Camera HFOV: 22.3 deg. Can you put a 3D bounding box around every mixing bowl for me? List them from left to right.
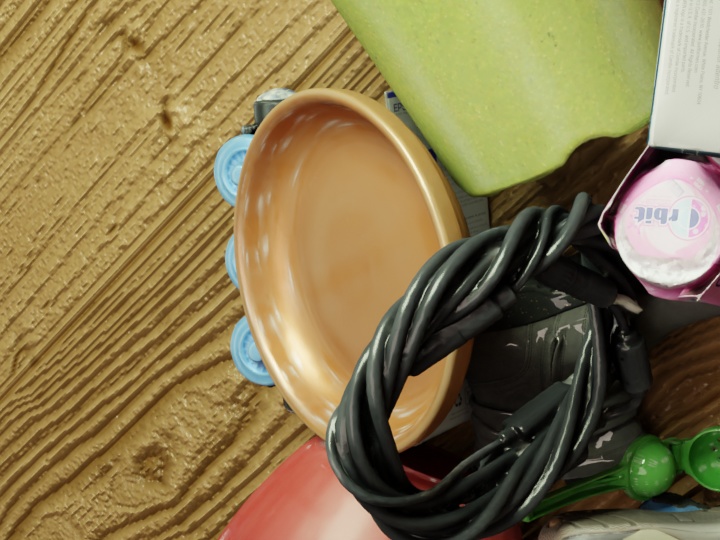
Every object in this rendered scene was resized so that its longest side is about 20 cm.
[{"bbox_3d":[0.017,0.156,1.056,0.200,0.200,0.108,23,96,28],"label":"mixing bowl"}]

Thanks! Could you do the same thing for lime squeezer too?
[{"bbox_3d":[0.176,0.113,0.981,0.200,0.071,0.038,-4,121,-7],"label":"lime squeezer"}]

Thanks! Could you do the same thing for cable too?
[{"bbox_3d":[0.069,0.051,0.892,0.051,0.200,0.163,35,137,42],"label":"cable"}]

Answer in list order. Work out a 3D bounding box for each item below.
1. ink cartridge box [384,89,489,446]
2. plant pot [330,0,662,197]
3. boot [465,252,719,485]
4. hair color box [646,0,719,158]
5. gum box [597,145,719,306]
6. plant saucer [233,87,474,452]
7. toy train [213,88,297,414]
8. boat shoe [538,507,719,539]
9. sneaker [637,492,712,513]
[{"bbox_3d":[0.039,-0.008,1.045,0.037,0.095,0.200,5,104,36],"label":"ink cartridge box"},{"bbox_3d":[0.073,-0.146,0.949,0.200,0.200,0.184,-22,100,36],"label":"plant pot"},{"bbox_3d":[0.146,0.050,1.012,0.200,0.070,0.132,-7,113,26],"label":"boot"},{"bbox_3d":[0.227,-0.089,0.771,0.200,0.061,0.100,8,94,11],"label":"hair color box"},{"bbox_3d":[0.199,-0.072,0.872,0.066,0.113,0.200,37,99,21],"label":"gum box"},{"bbox_3d":[0.000,0.000,0.984,0.200,0.037,0.200,23,119,50],"label":"plant saucer"},{"bbox_3d":[-0.018,-0.010,1.094,0.114,0.087,0.200,-1,99,25],"label":"toy train"},{"bbox_3d":[0.194,0.162,0.959,0.200,0.076,0.072,-2,90,6],"label":"boat shoe"},{"bbox_3d":[0.167,0.223,1.015,0.078,0.090,0.200,9,102,32],"label":"sneaker"}]
